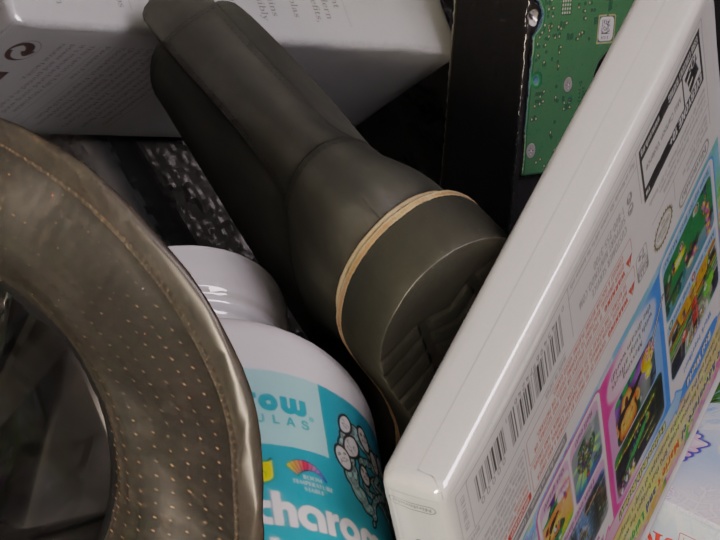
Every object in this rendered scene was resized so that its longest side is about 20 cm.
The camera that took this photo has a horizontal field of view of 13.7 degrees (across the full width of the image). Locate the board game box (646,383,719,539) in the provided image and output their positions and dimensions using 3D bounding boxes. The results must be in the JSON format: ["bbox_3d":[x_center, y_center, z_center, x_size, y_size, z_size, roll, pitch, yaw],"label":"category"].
[{"bbox_3d":[0.193,0.080,1.048,0.199,0.199,0.041,-23,126,-44],"label":"board game box"}]

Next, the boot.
[{"bbox_3d":[0.000,0.000,0.959,0.077,0.200,0.138,-36,61,-16],"label":"boot"}]

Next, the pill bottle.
[{"bbox_3d":[-0.043,0.091,0.849,0.110,0.111,0.201,22,42,-35],"label":"pill bottle"}]

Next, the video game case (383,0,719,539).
[{"bbox_3d":[0.067,0.039,0.915,0.200,0.024,0.182,-61,155,-31],"label":"video game case"}]

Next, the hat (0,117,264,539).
[{"bbox_3d":[-0.106,0.040,0.784,0.201,0.200,0.081,60,22,3],"label":"hat"}]

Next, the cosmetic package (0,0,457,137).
[{"bbox_3d":[-0.071,-0.103,0.988,0.199,0.071,0.102,0,64,-46],"label":"cosmetic package"}]

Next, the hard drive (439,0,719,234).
[{"bbox_3d":[0.083,-0.051,1.060,0.139,0.038,0.201,-10,109,-49],"label":"hard drive"}]
